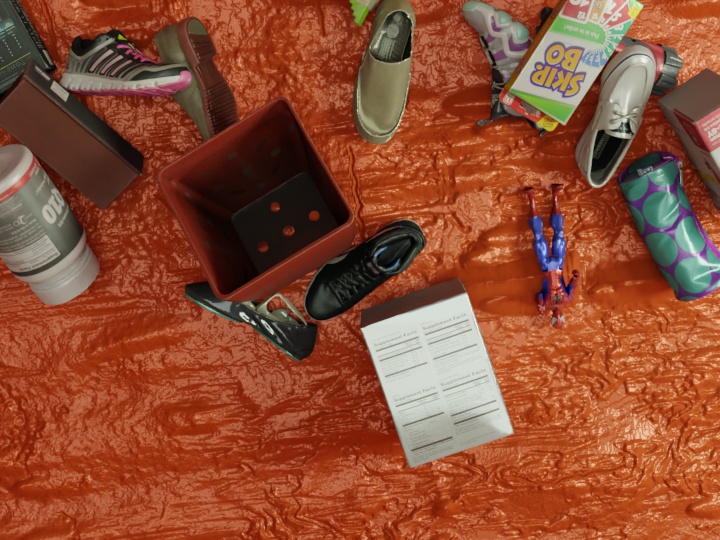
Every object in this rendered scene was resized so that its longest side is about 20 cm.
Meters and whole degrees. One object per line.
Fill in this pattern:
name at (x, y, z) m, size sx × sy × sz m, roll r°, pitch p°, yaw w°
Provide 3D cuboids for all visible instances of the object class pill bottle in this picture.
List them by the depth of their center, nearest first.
pill bottle at (-0.438, -0.058, 1.677) m, size 0.114 × 0.114 × 0.200 m, roll -27°, pitch 125°, yaw 3°

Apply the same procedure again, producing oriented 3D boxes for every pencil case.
pencil case at (0.431, -0.061, 1.722) m, size 0.092 × 0.085 × 0.200 m, roll -25°, pitch 98°, yaw 30°

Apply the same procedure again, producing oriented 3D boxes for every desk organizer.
desk organizer at (-0.391, -0.179, 1.684) m, size 0.077 × 0.072 × 0.200 m, roll -43°, pitch 113°, yaw 13°

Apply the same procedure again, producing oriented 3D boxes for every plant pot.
plant pot at (-0.116, -0.072, 1.656) m, size 0.199 × 0.176 × 0.200 m, roll -31°, pitch 71°, yaw 4°

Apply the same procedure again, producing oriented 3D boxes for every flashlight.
flashlight at (0.330, -0.290, 1.675) m, size 0.199 × 0.068 × 0.068 m, roll 13°, pitch 101°, yaw -22°

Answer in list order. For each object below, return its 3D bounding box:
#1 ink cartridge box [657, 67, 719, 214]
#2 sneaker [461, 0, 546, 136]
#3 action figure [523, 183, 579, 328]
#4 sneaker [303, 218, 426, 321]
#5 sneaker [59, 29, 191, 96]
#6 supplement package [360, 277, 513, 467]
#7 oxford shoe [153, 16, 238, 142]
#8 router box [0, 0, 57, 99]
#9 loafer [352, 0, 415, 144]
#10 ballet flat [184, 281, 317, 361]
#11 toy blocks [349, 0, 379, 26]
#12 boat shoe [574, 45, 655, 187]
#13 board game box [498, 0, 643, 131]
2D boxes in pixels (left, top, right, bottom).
ink cartridge box at (0.492, -0.151, 1.660) m, size 0.083 × 0.145 × 0.200 m, roll -33°, pitch 109°, yaw 5°
sneaker at (0.190, -0.260, 1.700) m, size 0.200 × 0.078 × 0.140 m, roll 37°, pitch 95°, yaw -4°
action figure at (0.264, -0.013, 1.725) m, size 0.065 × 0.099 × 0.201 m, roll -7°, pitch 100°, yaw 2°
sneaker at (0.000, 0.000, 1.716) m, size 0.200 × 0.112 × 0.073 m, roll -39°, pitch 95°, yaw 5°
sneaker at (-0.316, -0.279, 1.681) m, size 0.199 × 0.074 × 0.088 m, roll 5°, pitch 92°, yaw 26°
supplement package at (0.101, 0.135, 1.713) m, size 0.150 × 0.152 × 0.201 m, roll -19°, pitch 97°, yaw 3°
oxford shoe at (-0.224, -0.241, 1.720) m, size 0.075 × 0.070 × 0.201 m, roll -12°, pitch 99°, yaw 28°
router box at (-0.537, -0.294, 1.704) m, size 0.200 × 0.062 × 0.150 m, roll -28°, pitch 98°, yaw 3°
loafer at (0.031, -0.271, 1.703) m, size 0.075 × 0.068 × 0.201 m, roll 7°, pitch 97°, yaw -1°
ballet flat at (-0.145, 0.051, 1.746) m, size 0.200 × 0.073 × 0.073 m, roll 31°, pitch 96°, yaw -10°
toy blocks at (-0.008, -0.447, 1.678) m, size 0.136 × 0.100 × 0.200 m, roll 31°, pitch 97°, yaw 7°
boat shoe at (0.340, -0.200, 1.670) m, size 0.072 × 0.066 × 0.200 m, roll 12°, pitch 127°, yaw -15°
board game box at (0.269, -0.281, 1.622) m, size 0.095 × 0.030 × 0.200 m, roll 27°, pitch 107°, yaw -21°
